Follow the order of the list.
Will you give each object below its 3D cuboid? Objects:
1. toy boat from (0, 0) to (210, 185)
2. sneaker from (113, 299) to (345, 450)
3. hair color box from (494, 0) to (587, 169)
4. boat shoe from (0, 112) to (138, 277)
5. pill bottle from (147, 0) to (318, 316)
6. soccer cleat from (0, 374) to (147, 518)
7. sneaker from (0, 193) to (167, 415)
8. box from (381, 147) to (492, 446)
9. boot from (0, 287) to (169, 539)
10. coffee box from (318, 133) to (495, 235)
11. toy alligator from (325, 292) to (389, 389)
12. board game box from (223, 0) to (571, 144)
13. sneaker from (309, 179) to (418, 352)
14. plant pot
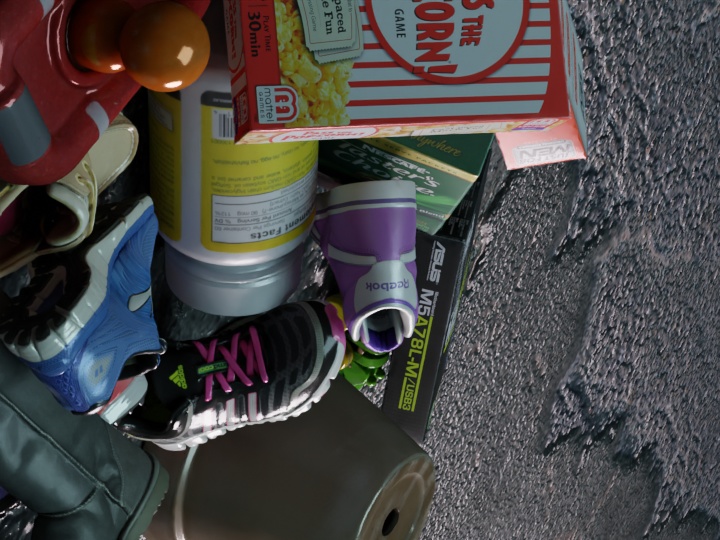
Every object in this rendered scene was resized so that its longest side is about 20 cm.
[{"bbox_3d":[-0.142,-0.137,1.236,0.200,0.131,0.131,-55,144,-29],"label":"toy boat"},{"bbox_3d":[-0.100,0.074,1.488,0.087,0.200,0.074,9,62,-51],"label":"sneaker"},{"bbox_3d":[0.104,-0.169,1.436,0.200,0.061,0.102,64,22,-50],"label":"hair color box"},{"bbox_3d":[-0.195,-0.039,1.305,0.200,0.069,0.074,-38,143,-43],"label":"boat shoe"},{"bbox_3d":[-0.085,-0.076,1.429,0.114,0.114,0.200,-39,144,-42],"label":"pill bottle"},{"bbox_3d":[-0.228,0.103,1.388,0.200,0.068,0.073,-38,115,-30],"label":"soccer cleat"},{"bbox_3d":[-0.165,0.022,1.334,0.200,0.078,0.089,-72,142,-58],"label":"sneaker"},{"bbox_3d":[0.063,0.015,1.775,0.200,0.047,0.193,-69,172,-64],"label":"box"},{"bbox_3d":[-0.217,0.124,1.308,0.200,0.072,0.182,53,45,-38],"label":"boot"},{"bbox_3d":[0.020,-0.084,1.522,0.200,0.123,0.044,128,-16,-77],"label":"coffee box"},{"bbox_3d":[0.002,0.068,1.776,0.059,0.054,0.200,-36,141,-44],"label":"toy alligator"},{"bbox_3d":[0.019,-0.156,1.274,0.046,0.200,0.152,155,-70,-72],"label":"board game box"},{"bbox_3d":[-0.001,0.000,1.488,0.200,0.073,0.115,170,-85,-85],"label":"sneaker"},{"bbox_3d":[-0.043,0.157,1.636,0.200,0.173,0.200,-44,147,-39],"label":"plant pot"}]
